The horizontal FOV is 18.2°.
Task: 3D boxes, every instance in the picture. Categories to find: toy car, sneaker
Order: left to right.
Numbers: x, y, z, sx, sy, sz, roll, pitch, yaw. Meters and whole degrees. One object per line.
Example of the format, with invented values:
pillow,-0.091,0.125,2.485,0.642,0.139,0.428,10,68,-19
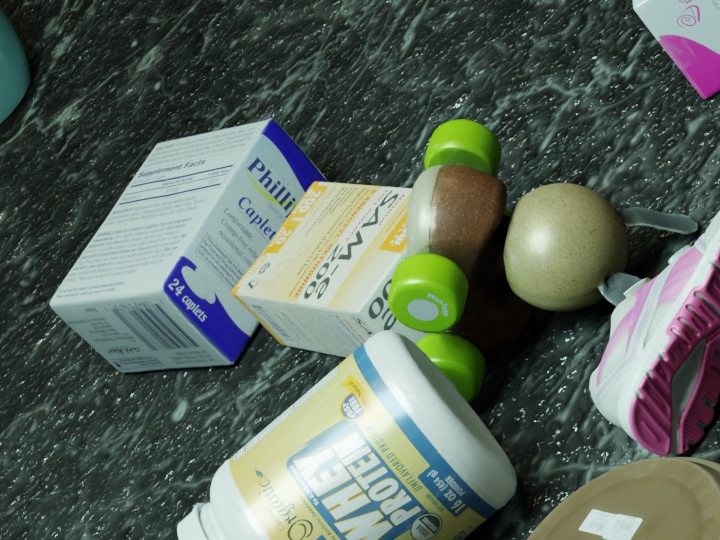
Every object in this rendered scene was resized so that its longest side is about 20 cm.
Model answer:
toy car,0.137,-0.003,1.595,0.198,0.159,0.165,2,48,16
sneaker,0.212,0.024,1.461,0.200,0.081,0.088,-51,29,-17

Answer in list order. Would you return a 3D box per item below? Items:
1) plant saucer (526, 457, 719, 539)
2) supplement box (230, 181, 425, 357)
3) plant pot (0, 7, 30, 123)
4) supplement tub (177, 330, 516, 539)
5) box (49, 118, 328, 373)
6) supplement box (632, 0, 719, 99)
plant saucer,0.155,0.189,1.361,0.199,0.029,0.201,-34,28,20
supplement box,0.000,0.000,1.794,0.126,0.074,0.199,-54,29,-19
plant pot,-0.500,-0.252,2.744,0.200,0.161,0.201,-32,29,21
supplement tub,-0.010,0.153,1.508,0.200,0.145,0.145,-41,27,5
box,-0.147,-0.019,1.988,0.183,0.105,0.201,-7,45,50
supplement box,0.309,-0.236,1.681,0.199,0.101,0.104,-32,29,21
